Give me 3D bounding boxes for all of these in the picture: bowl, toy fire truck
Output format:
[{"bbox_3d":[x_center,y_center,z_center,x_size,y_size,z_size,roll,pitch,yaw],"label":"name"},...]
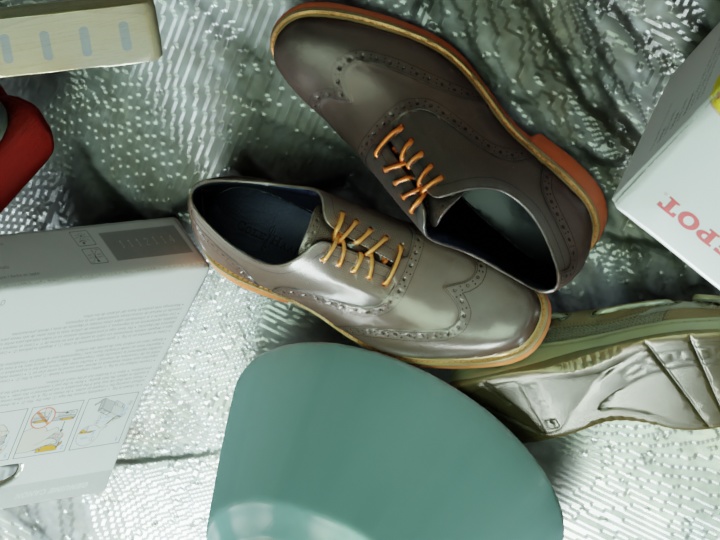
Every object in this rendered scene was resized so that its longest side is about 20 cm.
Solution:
[{"bbox_3d":[-0.003,0.143,1.522,0.201,0.105,0.201,21,143,17],"label":"bowl"},{"bbox_3d":[-0.195,-0.095,1.430,0.200,0.129,0.176,27,157,37],"label":"toy fire truck"}]

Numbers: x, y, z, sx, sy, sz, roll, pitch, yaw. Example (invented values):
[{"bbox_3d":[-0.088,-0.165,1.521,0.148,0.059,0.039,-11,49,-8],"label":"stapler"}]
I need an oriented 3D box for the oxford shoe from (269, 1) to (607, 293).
[{"bbox_3d":[0.036,-0.063,1.440,0.200,0.073,0.071,34,125,-2],"label":"oxford shoe"}]

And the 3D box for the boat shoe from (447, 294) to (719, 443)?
[{"bbox_3d":[0.142,0.043,1.479,0.200,0.063,0.073,-12,130,22],"label":"boat shoe"}]

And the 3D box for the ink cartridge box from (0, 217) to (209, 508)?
[{"bbox_3d":[-0.198,0.057,1.528,0.045,0.200,0.176,52,131,31],"label":"ink cartridge box"}]

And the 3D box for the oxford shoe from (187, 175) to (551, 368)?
[{"bbox_3d":[0.000,0.000,1.468,0.200,0.073,0.071,16,79,17],"label":"oxford shoe"}]

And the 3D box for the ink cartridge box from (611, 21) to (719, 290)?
[{"bbox_3d":[0.243,-0.081,1.311,0.147,0.146,0.200,38,124,-6],"label":"ink cartridge box"}]
